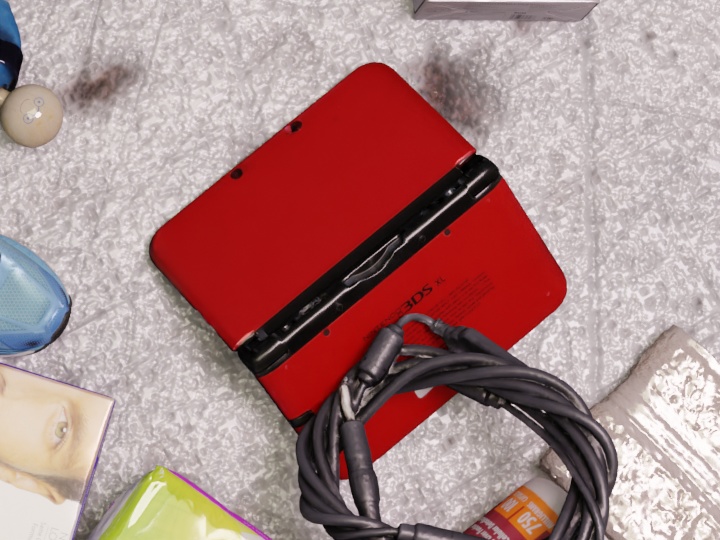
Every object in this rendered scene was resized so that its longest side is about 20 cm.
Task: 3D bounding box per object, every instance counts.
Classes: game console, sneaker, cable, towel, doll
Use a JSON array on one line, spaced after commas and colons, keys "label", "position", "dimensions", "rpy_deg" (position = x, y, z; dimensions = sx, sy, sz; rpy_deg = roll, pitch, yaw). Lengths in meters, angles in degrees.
[{"label": "game console", "position": [0.000, 0.000, 1.639], "dimensions": [0.200, 0.119, 0.172], "rpy_deg": [-39, 120, -8]}, {"label": "sneaker", "position": [-0.270, -0.010, 1.574], "dimensions": [0.200, 0.090, 0.078], "rpy_deg": [29, 82, -3]}, {"label": "cable", "position": [0.058, 0.121, 1.536], "dimensions": [0.200, 0.051, 0.163], "rpy_deg": [37, 71, 23]}, {"label": "towel", "position": [0.224, 0.150, 1.639], "dimensions": [0.133, 0.034, 0.200], "rpy_deg": [-44, 90, -9]}, {"label": "doll", "position": [-0.277, -0.133, 1.606], "dimensions": [0.200, 0.048, 0.137], "rpy_deg": [29, 70, -3]}]

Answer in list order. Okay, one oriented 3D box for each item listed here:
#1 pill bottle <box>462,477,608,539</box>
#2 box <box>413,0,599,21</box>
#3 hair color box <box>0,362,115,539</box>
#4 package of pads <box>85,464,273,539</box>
[{"label": "pill bottle", "position": [0.067, 0.228, 1.574], "dimensions": [0.200, 0.113, 0.113], "rpy_deg": [-38, 89, -9]}, {"label": "box", "position": [0.091, -0.264, 1.654], "dimensions": [0.116, 0.060, 0.200], "rpy_deg": [1, 84, -6]}, {"label": "hair color box", "position": [-0.261, 0.102, 1.578], "dimensions": [0.200, 0.065, 0.110], "rpy_deg": [17, 82, -6]}, {"label": "package of pads", "position": [-0.126, 0.236, 1.576], "dimensions": [0.154, 0.068, 0.200], "rpy_deg": [35, 81, -2]}]
